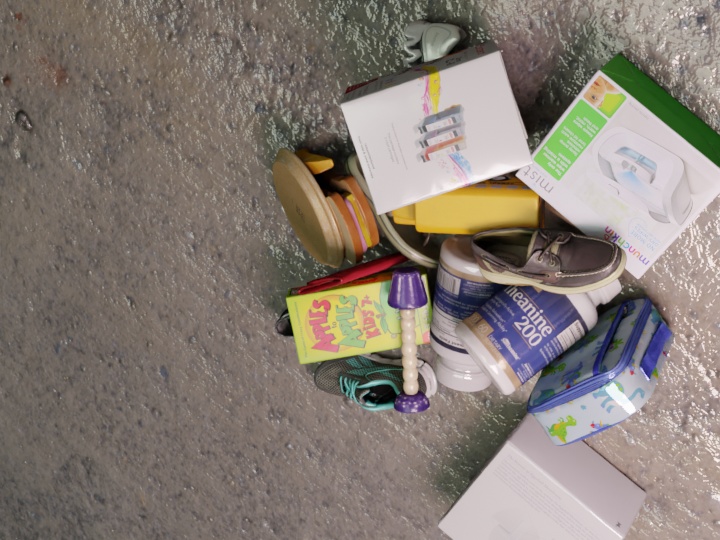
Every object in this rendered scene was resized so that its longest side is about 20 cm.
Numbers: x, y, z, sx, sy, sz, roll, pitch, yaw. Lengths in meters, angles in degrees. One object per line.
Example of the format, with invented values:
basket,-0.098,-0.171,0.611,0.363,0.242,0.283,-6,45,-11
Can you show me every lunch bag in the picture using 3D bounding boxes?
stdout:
lunch bag,0.305,0.122,1.489,0.161,0.200,0.083,-30,102,38

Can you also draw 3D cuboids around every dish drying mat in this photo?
dish drying mat,0.000,0.000,1.613,0.077,0.200,0.018,-16,91,35

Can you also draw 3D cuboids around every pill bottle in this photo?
pill bottle,0.152,0.059,1.605,0.111,0.111,0.200,18,120,22
pill bottle,0.227,0.056,1.501,0.200,0.111,0.111,-38,90,-2

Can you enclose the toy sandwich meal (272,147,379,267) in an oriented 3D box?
toy sandwich meal,-0.052,-0.094,1.658,0.205,0.070,0.205,55,163,26

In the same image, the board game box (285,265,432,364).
board game box,0.003,0.063,1.678,0.199,0.048,0.102,-10,106,5

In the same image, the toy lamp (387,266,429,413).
toy lamp,0.068,0.095,1.631,0.058,0.058,0.201,5,110,28

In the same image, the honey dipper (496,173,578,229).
honey dipper,0.254,-0.077,1.532,0.200,0.038,0.038,34,124,16

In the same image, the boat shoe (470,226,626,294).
boat shoe,0.221,-0.017,1.435,0.200,0.073,0.065,-1,149,36

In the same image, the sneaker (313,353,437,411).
sneaker,0.009,0.167,1.749,0.200,0.091,0.078,-1,110,31

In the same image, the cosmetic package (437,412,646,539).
cosmetic package,0.253,0.334,1.663,0.199,0.123,0.200,40,127,9

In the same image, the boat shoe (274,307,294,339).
boat shoe,-0.036,0.072,1.745,0.199,0.068,0.074,1,112,28

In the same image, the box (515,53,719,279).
box,0.324,-0.126,1.432,0.200,0.097,0.177,42,124,6

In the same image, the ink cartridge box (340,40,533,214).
ink cartridge box,0.094,-0.178,1.441,0.200,0.145,0.145,-17,104,8

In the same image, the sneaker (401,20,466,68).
sneaker,0.104,-0.223,1.534,0.081,0.075,0.200,2,113,20

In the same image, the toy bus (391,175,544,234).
toy bus,0.136,-0.084,1.528,0.199,0.078,0.065,3,108,17

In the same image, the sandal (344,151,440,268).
sandal,0.054,-0.085,1.621,0.057,0.080,0.201,-37,90,23
